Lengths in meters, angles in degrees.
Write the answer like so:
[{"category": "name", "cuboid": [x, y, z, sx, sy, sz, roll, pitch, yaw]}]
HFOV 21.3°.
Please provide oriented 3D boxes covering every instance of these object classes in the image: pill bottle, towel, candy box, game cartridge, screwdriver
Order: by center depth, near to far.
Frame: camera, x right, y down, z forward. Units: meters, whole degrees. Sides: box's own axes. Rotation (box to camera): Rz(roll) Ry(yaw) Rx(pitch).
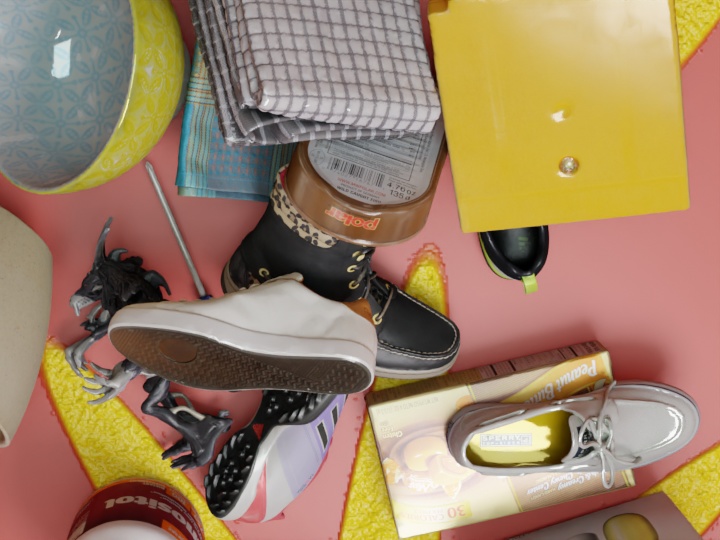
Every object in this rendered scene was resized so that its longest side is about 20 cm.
[{"category": "towel", "cuboid": [-0.039, -0.182, 1.387, 0.165, 0.086, 0.200, -1, 68, -35]}, {"category": "game cartridge", "cuboid": [0.147, -0.124, 1.398, 0.176, 0.032, 0.200, -6, 123, 7]}, {"category": "pill bottle", "cuboid": [-0.178, 0.237, 1.479, 0.113, 0.200, 0.113, -1, 99, -3]}, {"category": "towel", "cuboid": [-0.069, -0.150, 1.479, 0.147, 0.022, 0.200, 3, 100, -40]}, {"category": "screwdriver", "cuboid": [-0.132, 0.006, 1.529, 0.028, 0.029, 0.200, -22, 104, 0]}, {"category": "candy box", "cuboid": [0.113, 0.137, 1.553, 0.200, 0.055, 0.116, -13, 99, -2]}]

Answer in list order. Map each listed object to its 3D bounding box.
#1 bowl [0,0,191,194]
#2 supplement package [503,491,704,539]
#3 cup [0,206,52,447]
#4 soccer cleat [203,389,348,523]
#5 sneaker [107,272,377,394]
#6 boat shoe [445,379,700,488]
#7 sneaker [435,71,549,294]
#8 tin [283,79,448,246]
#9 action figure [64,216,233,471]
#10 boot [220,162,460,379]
[{"category": "bowl", "cuboid": [-0.194, -0.153, 1.453, 0.108, 0.200, 0.200, 3, 102, -46]}, {"category": "supplement package", "cuboid": [0.192, 0.291, 1.509, 0.191, 0.200, 0.147, -17, 99, -1]}, {"category": "cup", "cuboid": [-0.316, 0.021, 1.459, 0.200, 0.200, 0.143, 33, 70, -7]}, {"category": "soccer cleat", "cuboid": [-0.047, 0.124, 1.517, 0.073, 0.068, 0.200, 16, 121, -37]}, {"category": "sneaker", "cuboid": [-0.087, 0.041, 1.437, 0.200, 0.085, 0.073, 8, 142, -3]}, {"category": "boat shoe", "cuboid": [0.170, 0.128, 1.483, 0.202, 0.086, 0.075, -2, 99, -4]}, {"category": "sneaker", "cuboid": [0.114, -0.081, 1.505, 0.072, 0.083, 0.200, -18, 99, -1]}, {"category": "tin", "cuboid": [0.011, -0.093, 1.437, 0.112, 0.200, 0.042, 22, 129, -4]}, {"category": "action figure", "cuboid": [-0.180, 0.064, 1.498, 0.102, 0.119, 0.200, -29, 105, -3]}, {"category": "boot", "cuboid": [0.000, 0.000, 1.481, 0.200, 0.073, 0.151, 24, 141, -1]}]
